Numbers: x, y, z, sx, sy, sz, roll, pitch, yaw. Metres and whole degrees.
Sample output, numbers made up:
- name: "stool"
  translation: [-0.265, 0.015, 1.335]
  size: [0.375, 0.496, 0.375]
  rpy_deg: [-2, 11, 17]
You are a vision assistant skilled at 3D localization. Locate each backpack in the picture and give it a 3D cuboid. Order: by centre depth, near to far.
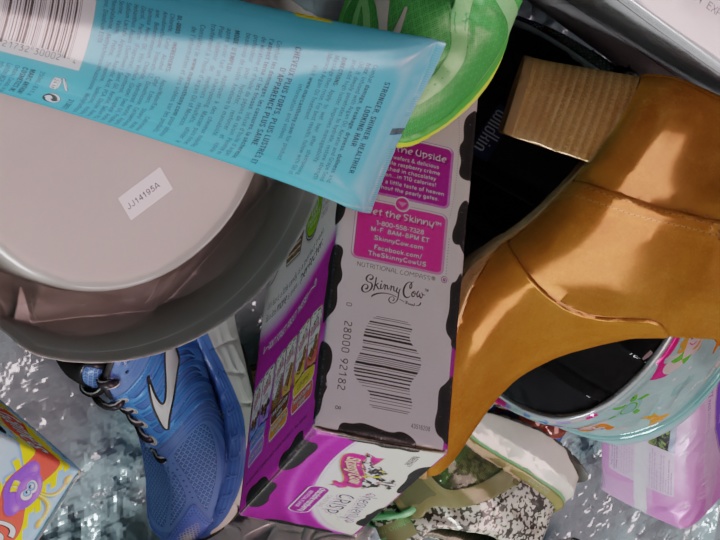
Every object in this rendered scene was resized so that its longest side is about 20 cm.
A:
- name: "backpack"
  translation: [0.103, -0.012, 1.075]
  size: [0.150, 0.199, 0.179]
  rpy_deg: [24, 96, -50]

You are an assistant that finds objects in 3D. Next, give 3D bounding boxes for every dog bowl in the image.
- name: "dog bowl"
  translation: [-0.110, -0.066, 0.892]
  size: [0.199, 0.059, 0.202]
  rpy_deg: [-8, 106, -28]

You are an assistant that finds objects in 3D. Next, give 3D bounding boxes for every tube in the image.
- name: "tube"
  translation: [-0.067, -0.077, 0.836]
  size: [0.199, 0.051, 0.078]
  rpy_deg: [14, 118, -25]

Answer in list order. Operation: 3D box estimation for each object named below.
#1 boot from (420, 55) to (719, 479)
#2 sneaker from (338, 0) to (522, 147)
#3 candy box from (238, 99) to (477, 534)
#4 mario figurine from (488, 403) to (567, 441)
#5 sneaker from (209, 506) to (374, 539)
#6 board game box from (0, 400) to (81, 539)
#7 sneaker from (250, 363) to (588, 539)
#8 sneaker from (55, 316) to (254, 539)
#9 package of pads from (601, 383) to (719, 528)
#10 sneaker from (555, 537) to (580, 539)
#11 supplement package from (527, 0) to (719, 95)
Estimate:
- name: "boot"
  translation: [0.111, 0.015, 0.954]
  size: [0.071, 0.143, 0.203]
  rpy_deg: [-75, -177, -80]
- name: "sneaker"
  translation: [0.049, -0.145, 0.888]
  size: [0.201, 0.074, 0.084]
  rpy_deg: [-57, 170, 0]
- name: "candy box"
  translation: [0.000, 0.000, 0.960]
  size: [0.060, 0.136, 0.202]
  rpy_deg: [11, 67, -13]
- name: "mario figurine"
  translation: [0.076, 0.080, 1.225]
  size: [0.105, 0.124, 0.201]
  rpy_deg: [17, 116, -7]
- name: "sneaker"
  translation: [-0.063, 0.191, 1.141]
  size: [0.199, 0.079, 0.130]
  rpy_deg: [-50, 157, -32]
- name: "board game box"
  translation: [-0.226, 0.069, 0.867]
  size: [0.103, 0.105, 0.200]
  rpy_deg: [-57, 141, -1]
- name: "sneaker"
  translation: [0.020, 0.103, 1.100]
  size: [0.199, 0.077, 0.089]
  rpy_deg: [22, 69, -17]
- name: "sneaker"
  translation: [-0.102, 0.041, 1.009]
  size: [0.089, 0.078, 0.202]
  rpy_deg: [-20, 120, -27]
- name: "package of pads"
  translation: [0.197, 0.039, 1.291]
  size: [0.120, 0.075, 0.201]
  rpy_deg: [-40, 140, -36]
- name: "sneaker"
  translation: [0.076, 0.246, 1.316]
  size: [0.201, 0.070, 0.093]
  rpy_deg: [-55, 146, 2]
- name: "supplement package"
  translation: [0.144, -0.156, 1.005]
  size: [0.113, 0.200, 0.110]
  rpy_deg: [33, 91, -16]
